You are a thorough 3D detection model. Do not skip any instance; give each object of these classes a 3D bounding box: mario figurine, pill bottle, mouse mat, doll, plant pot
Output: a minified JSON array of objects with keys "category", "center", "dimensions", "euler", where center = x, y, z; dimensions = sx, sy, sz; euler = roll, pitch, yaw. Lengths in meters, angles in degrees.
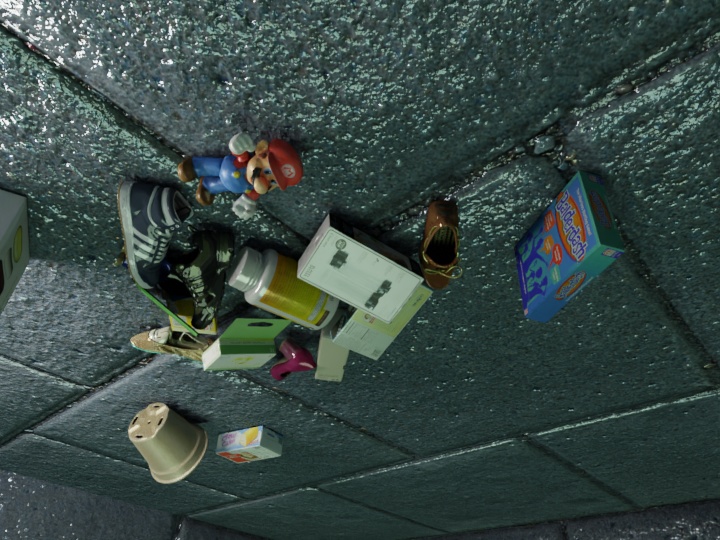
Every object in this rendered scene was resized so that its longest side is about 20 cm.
[{"category":"mario figurine","center":[-0.178,-0.137,0.788],"dimensions":[0.198,0.107,0.123],"euler":[-5,177,24]},{"category":"pill bottle","center":[-0.144,0.030,1.002],"dimensions":[0.199,0.110,0.109],"euler":[26,137,-27]},{"category":"mouse mat","center":[-0.385,0.080,1.054],"dimensions":[0.161,0.008,0.200],"euler":[42,161,-8]},{"category":"doll","center":[-0.362,0.004,1.017],"dimensions":[0.199,0.049,0.136],"euler":[31,123,-22]},{"category":"plant pot","center":[-0.598,0.510,1.611],"dimensions":[0.198,0.201,0.184],"euler":[-10,129,17]}]

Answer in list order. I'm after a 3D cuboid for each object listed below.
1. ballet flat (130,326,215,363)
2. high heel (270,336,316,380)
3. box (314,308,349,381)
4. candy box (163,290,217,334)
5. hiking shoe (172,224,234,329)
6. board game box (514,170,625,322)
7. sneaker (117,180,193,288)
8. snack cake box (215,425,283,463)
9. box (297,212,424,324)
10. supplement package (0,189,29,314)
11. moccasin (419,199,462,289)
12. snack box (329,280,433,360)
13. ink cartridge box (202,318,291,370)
[{"category":"ballet flat","center":[-0.438,0.166,1.252],"dimensions":[0.198,0.071,0.066],"euler":[14,114,-17]},{"category":"high heel","center":[-0.162,0.242,1.273],"dimensions":[0.096,0.067,0.201],"euler":[41,149,13]},{"category":"box","center":[-0.061,0.172,1.201],"dimensions":[0.068,0.083,0.201],"euler":[8,143,-5]},{"category":"candy box","center":[-0.367,0.075,1.145],"dimensions":[0.101,0.027,0.201],"euler":[5,142,-9]},{"category":"hiking shoe","center":[-0.299,0.012,0.975],"dimensions":[0.100,0.076,0.202],"euler":[14,107,-17]},{"category":"board game box","center":[0.323,-0.034,0.846],"dimensions":[0.045,0.153,0.201],"euler":[13,141,-11]},{"category":"sneaker","center":[-0.343,-0.055,0.910],"dimensions":[0.107,0.070,0.202],"euler":[2,121,-1]},{"category":"snack cake box","center":[-0.371,0.585,1.766],"dimensions":[0.198,0.068,0.115],"euler":[-18,139,26]},{"category":"box","center":[0.000,0.000,0.942],"dimensions":[0.199,0.060,0.117],"euler":[27,113,-18]},{"category":"supplement package","center":[-0.690,-0.022,0.913],"dimensions":[0.146,0.193,0.200],"euler":[18,141,-19]},{"category":"moccasin","center":[0.143,-0.029,0.927],"dimensions":[0.073,0.078,0.202],"euler":[4,142,-1]},{"category":"snack box","center":[0.040,0.083,1.054],"dimensions":[0.116,0.037,0.201],"euler":[26,114,-27]},{"category":"ink cartridge box","center":[-0.258,0.172,1.210],"dimensions":[0.144,0.048,0.200],"euler":[6,149,-38]}]
